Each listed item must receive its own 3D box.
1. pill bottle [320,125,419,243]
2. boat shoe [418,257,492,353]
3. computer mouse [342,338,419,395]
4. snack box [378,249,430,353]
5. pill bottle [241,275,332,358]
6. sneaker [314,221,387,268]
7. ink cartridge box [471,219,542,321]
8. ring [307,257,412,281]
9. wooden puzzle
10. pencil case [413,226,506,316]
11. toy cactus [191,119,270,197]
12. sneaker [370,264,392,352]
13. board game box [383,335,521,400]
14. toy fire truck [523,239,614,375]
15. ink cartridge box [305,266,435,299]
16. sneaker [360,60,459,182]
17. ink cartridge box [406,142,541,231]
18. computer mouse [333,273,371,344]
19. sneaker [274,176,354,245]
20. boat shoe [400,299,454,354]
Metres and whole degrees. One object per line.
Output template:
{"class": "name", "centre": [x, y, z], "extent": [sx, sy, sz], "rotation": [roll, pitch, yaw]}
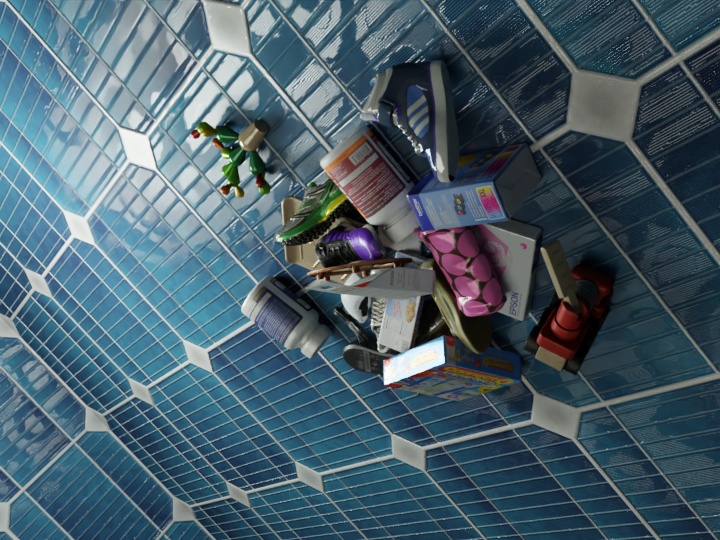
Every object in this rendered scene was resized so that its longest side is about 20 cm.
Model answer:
{"class": "pill bottle", "centre": [0.029, -0.152, 1.394], "extent": [0.200, 0.110, 0.110], "rotation": [50, 141, -9]}
{"class": "boat shoe", "centre": [0.176, 0.065, 1.445], "extent": [0.201, 0.073, 0.063], "rotation": [57, 150, -11]}
{"class": "computer mouse", "centre": [0.058, 0.200, 1.747], "extent": [0.200, 0.053, 0.139], "rotation": [14, 136, 15]}
{"class": "snack box", "centre": [0.088, 0.064, 1.545], "extent": [0.072, 0.024, 0.200], "rotation": [20, 110, 26]}
{"class": "pill bottle", "centre": [-0.168, 0.112, 1.801], "extent": [0.200, 0.111, 0.111], "rotation": [38, 141, 6]}
{"class": "sneaker", "centre": [-0.027, -0.035, 1.440], "extent": [0.070, 0.099, 0.200], "rotation": [62, 162, -17]}
{"class": "ink cartridge box", "centre": [0.221, -0.019, 1.411], "extent": [0.200, 0.043, 0.197], "rotation": [19, 136, 24]}
{"class": "ring", "centre": [0.000, 0.000, 1.452], "extent": [0.200, 0.200, 0.019], "rotation": [-13, 85, 46]}
{"class": "wooden puzzle", "centre": [-0.064, -0.061, 1.613], "extent": [0.200, 0.046, 0.185], "rotation": [20, 137, 19]}
{"class": "pencil case", "centre": [0.176, -0.009, 1.360], "extent": [0.094, 0.091, 0.200], "rotation": [-26, 107, 14]}
{"class": "toy cactus", "centre": [-0.249, -0.243, 1.571], "extent": [0.200, 0.102, 0.165], "rotation": [51, 131, 2]}
{"class": "sneaker", "centre": [0.053, 0.079, 1.611], "extent": [0.076, 0.081, 0.200], "rotation": [12, 131, 34]}
{"class": "board game box", "centre": [0.182, 0.199, 1.547], "extent": [0.200, 0.056, 0.196], "rotation": [16, 152, -30]}
{"class": "toy fire truck", "centre": [0.342, 0.037, 1.254], "extent": [0.129, 0.176, 0.200], "rotation": [28, 139, 18]}
{"class": "ink cartridge box", "centre": [0.015, 0.019, 1.417], "extent": [0.200, 0.047, 0.160], "rotation": [7, 172, -17]}
{"class": "sneaker", "centre": [0.074, -0.231, 1.239], "extent": [0.146, 0.081, 0.200], "rotation": [-6, 86, 22]}
{"class": "ink cartridge box", "centre": [0.173, -0.133, 1.270], "extent": [0.200, 0.136, 0.076], "rotation": [-7, 119, 43]}
{"class": "computer mouse", "centre": [-0.018, 0.075, 1.620], "extent": [0.110, 0.044, 0.200], "rotation": [54, 159, 26]}
{"class": "sneaker", "centre": [-0.089, -0.119, 1.513], "extent": [0.200, 0.078, 0.085], "rotation": [-37, 73, 13]}
{"class": "boat shoe", "centre": [0.157, 0.120, 1.577], "extent": [0.074, 0.076, 0.200], "rotation": [22, 136, -19]}
